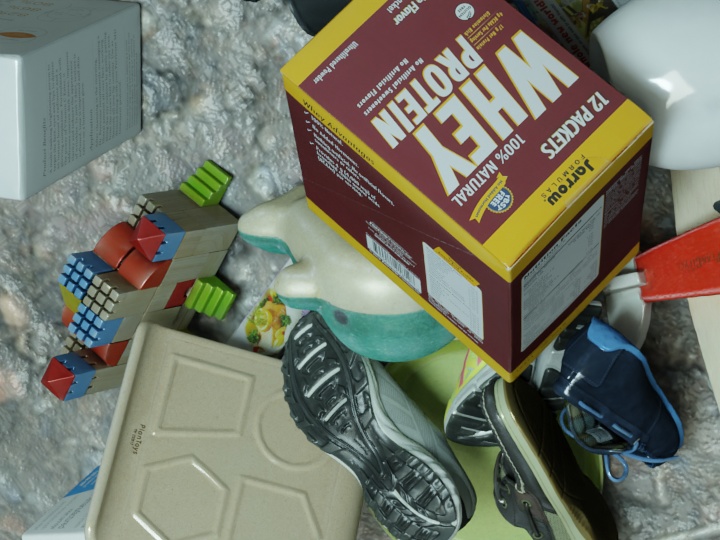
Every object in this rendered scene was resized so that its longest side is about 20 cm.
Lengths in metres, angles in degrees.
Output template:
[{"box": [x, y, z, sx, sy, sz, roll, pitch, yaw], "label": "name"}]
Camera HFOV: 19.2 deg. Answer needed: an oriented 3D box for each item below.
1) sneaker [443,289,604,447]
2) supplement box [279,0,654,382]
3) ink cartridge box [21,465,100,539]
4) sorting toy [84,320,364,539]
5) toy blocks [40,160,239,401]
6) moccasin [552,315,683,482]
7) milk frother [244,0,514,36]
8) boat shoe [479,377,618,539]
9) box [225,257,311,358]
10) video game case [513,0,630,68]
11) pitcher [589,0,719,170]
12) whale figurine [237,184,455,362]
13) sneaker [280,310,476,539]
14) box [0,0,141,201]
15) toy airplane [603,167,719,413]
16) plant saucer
[{"box": [0.114, 0.047, 1.541, 0.078, 0.091, 0.200, 10, 129, -24], "label": "sneaker"}, {"box": [0.069, -0.068, 1.373, 0.197, 0.200, 0.133, 41, 75, 18], "label": "supplement box"}, {"box": [-0.135, 0.240, 1.680, 0.199, 0.147, 0.145, -5, 106, 21], "label": "ink cartridge box"}, {"box": [-0.092, 0.147, 1.567, 0.199, 0.186, 0.036, 18, 151, -12], "label": "sorting toy"}, {"box": [-0.177, 0.017, 1.614, 0.100, 0.136, 0.201, 38, 113, 21], "label": "toy blocks"}, {"box": [0.172, 0.096, 1.503, 0.068, 0.200, 0.080, -48, 54, -7], "label": "moccasin"}, {"box": [0.026, -0.229, 1.423, 0.187, 0.200, 0.181, -6, 126, 22], "label": "milk frother"}, {"box": [0.126, 0.158, 1.534, 0.065, 0.073, 0.200, -18, 125, 20], "label": "boat shoe"}, {"box": [-0.084, 0.063, 1.660, 0.039, 0.041, 0.200, 40, 117, 5], "label": "box"}, {"box": [0.217, -0.182, 1.417, 0.199, 0.018, 0.143, -24, 135, 14], "label": "video game case"}, {"box": [0.255, -0.124, 1.349, 0.199, 0.172, 0.122, -10, 111, -1], "label": "pitcher"}, {"box": [0.000, 0.000, 1.551, 0.199, 0.159, 0.104, 22, 129, 41], "label": "whale figurine"}, {"box": [0.013, 0.117, 1.569, 0.074, 0.079, 0.201, -41, 76, 23], "label": "sneaker"}, {"box": [-0.271, -0.135, 1.573, 0.151, 0.200, 0.107, 8, 110, 18], "label": "box"}, {"box": [0.257, -0.005, 1.474, 0.199, 0.140, 0.201, 49, 135, 42], "label": "toy airplane"}, {"box": [0.092, 0.142, 1.628, 0.199, 0.031, 0.201, 6, 109, 18], "label": "plant saucer"}]
